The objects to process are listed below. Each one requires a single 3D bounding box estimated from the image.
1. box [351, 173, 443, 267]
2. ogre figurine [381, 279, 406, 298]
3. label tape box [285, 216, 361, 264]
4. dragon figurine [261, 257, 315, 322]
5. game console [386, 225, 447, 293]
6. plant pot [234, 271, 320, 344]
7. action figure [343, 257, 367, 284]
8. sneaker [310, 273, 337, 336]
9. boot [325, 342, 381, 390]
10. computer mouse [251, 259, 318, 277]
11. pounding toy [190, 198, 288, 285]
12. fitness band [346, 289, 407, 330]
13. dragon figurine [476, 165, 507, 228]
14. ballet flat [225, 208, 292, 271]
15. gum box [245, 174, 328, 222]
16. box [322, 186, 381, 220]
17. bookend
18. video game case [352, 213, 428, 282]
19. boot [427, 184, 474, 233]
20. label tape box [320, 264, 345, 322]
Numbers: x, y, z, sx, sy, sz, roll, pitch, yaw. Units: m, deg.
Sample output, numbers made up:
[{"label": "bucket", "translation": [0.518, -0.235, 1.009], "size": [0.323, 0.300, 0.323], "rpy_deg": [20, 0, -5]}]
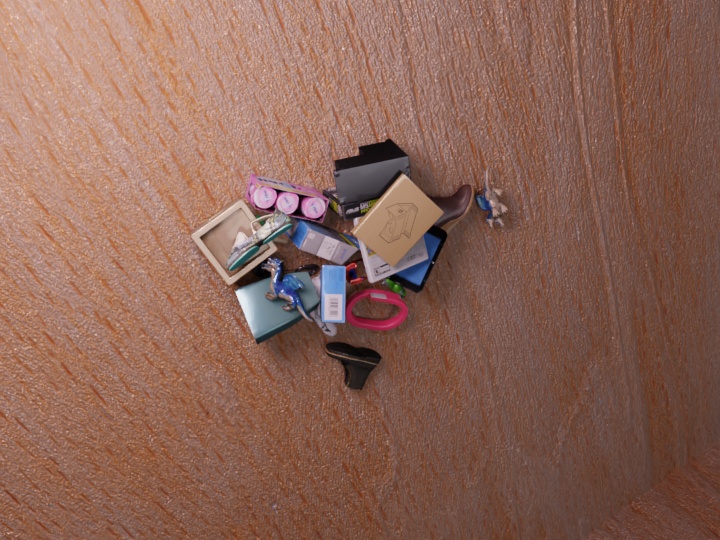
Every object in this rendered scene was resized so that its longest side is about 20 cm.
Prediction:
[{"label": "box", "translation": [0.097, -0.127, 1.524], "size": [0.163, 0.021, 0.200], "rpy_deg": [38, 100, -30]}, {"label": "ogre figurine", "translation": [0.131, -0.011, 1.772], "size": [0.119, 0.098, 0.200], "rpy_deg": [9, 131, -43]}, {"label": "label tape box", "translation": [-0.091, -0.076, 1.598], "size": [0.199, 0.144, 0.064], "rpy_deg": [20, 102, -30]}, {"label": "dragon figurine", "translation": [-0.180, 0.047, 1.507], "size": [0.199, 0.059, 0.100], "rpy_deg": [33, 69, -3]}, {"label": "game console", "translation": [0.131, -0.063, 1.652], "size": [0.172, 0.118, 0.201], "rpy_deg": [30, 84, -55]}, {"label": "plant pot", "translation": [-0.217, 0.090, 1.586], "size": [0.199, 0.141, 0.142], "rpy_deg": [-22, 81, -11]}, {"label": "action figure", "translation": [0.000, 0.000, 1.657], "size": [0.098, 0.200, 0.066], "rpy_deg": [-20, 92, -6]}, {"label": "sneaker", "translation": [-0.098, 0.098, 1.718], "size": [0.115, 0.075, 0.201], "rpy_deg": [-36, 118, -3]}, {"label": "boot", "translation": [-0.042, 0.309, 1.840], "size": [0.199, 0.078, 0.139], "rpy_deg": [18, 108, -29]}, {"label": "computer mouse", "translation": [-0.212, -0.009, 1.650], "size": [0.199, 0.034, 0.059], "rpy_deg": [1, 129, -33]}, {"label": "pounding toy", "translation": [-0.306, -0.081, 1.529], "size": [0.199, 0.142, 0.185], "rpy_deg": [-37, 107, -9]}, {"label": "fitness band", "translation": [0.048, 0.122, 1.792], "size": [0.198, 0.038, 0.144], "rpy_deg": [12, 130, -23]}, {"label": "dragon figurine", "translation": [0.399, -0.219, 1.813], "size": [0.059, 0.099, 0.201], "rpy_deg": [-27, 101, -8]}, {"label": "ballet flat", "translation": [-0.262, -0.080, 1.442], "size": [0.199, 0.074, 0.075], "rpy_deg": [-37, 122, -11]}, {"label": "gum box", "translation": [-0.198, -0.189, 1.528], "size": [0.199, 0.113, 0.067], "rpy_deg": [9, 107, -27]}, {"label": "box", "translation": [0.015, -0.203, 1.593], "size": [0.198, 0.160, 0.045], "rpy_deg": [-17, 119, -17]}, {"label": "bookend", "translation": [0.015, -0.267, 1.565], "size": [0.198, 0.199, 0.093], "rpy_deg": [-13, 117, -7]}, {"label": "video game case", "translation": [0.085, -0.086, 1.595], "size": [0.199, 0.023, 0.184], "rpy_deg": [-22, 106, -27]}, {"label": "boot", "translation": [0.234, -0.197, 1.747], "size": [0.166, 0.072, 0.201], "rpy_deg": [26, 102, -33]}, {"label": "label tape box", "translation": [-0.075, 0.063, 1.566], "size": [0.063, 0.200, 0.146], "rpy_deg": [1, 88, -5]}]
